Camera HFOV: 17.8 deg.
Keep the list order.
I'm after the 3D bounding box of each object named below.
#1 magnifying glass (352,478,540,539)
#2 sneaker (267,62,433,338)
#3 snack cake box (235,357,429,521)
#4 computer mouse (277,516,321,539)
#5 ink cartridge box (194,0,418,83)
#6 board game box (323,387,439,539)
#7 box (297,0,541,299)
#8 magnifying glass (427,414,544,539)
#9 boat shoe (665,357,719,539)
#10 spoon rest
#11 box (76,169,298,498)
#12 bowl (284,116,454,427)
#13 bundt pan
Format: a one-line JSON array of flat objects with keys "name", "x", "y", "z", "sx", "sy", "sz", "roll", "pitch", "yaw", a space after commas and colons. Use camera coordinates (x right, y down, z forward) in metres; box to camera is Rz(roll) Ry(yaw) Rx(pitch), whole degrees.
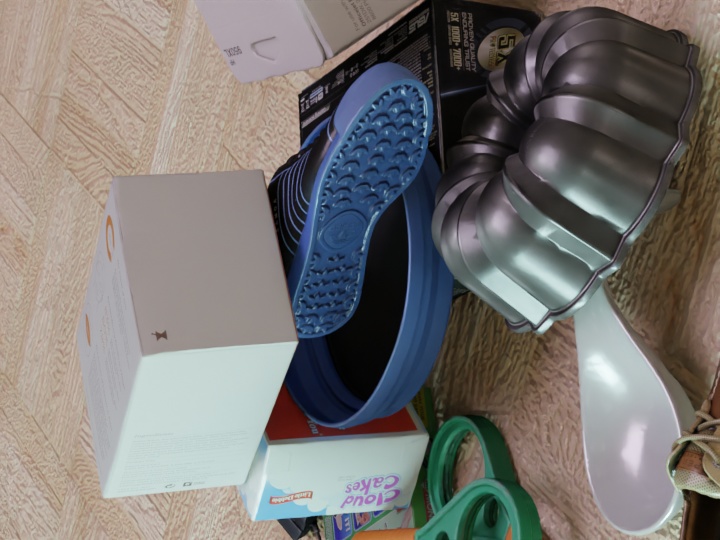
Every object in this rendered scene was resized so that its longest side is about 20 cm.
[{"name": "magnifying glass", "x": 0.052, "y": 0.176, "z": 1.472, "sx": 0.200, "sy": 0.022, "sz": 0.080, "roll": -15, "pitch": 70, "yaw": 60}, {"name": "sneaker", "x": -0.019, "y": -0.055, "z": 1.398, "sx": 0.078, "sy": 0.070, "sz": 0.200, "roll": 58, "pitch": 137, "yaw": 38}, {"name": "snack cake box", "x": -0.044, "y": 0.080, "z": 1.582, "sx": 0.200, "sy": 0.115, "sz": 0.067, "roll": -119, "pitch": 35, "yaw": -50}, {"name": "computer mouse", "x": -0.043, "y": 0.197, "z": 1.715, "sx": 0.059, "sy": 0.034, "sz": 0.200, "roll": -66, "pitch": 32, "yaw": 31}, {"name": "ink cartridge box", "x": 0.004, "y": -0.212, "z": 1.511, "sx": 0.084, "sy": 0.200, "sz": 0.144, "roll": 60, "pitch": 155, "yaw": -12}, {"name": "board game box", "x": 0.018, "y": 0.197, "z": 1.598, "sx": 0.135, "sy": 0.029, "sz": 0.201, "roll": -40, "pitch": 49, "yaw": 53}, {"name": "box", "x": 0.041, "y": -0.070, "z": 1.540, "sx": 0.200, "sy": 0.086, "sz": 0.165, "roll": -30, "pitch": 59, "yaw": 58}, {"name": "magnifying glass", "x": 0.090, "y": 0.159, "z": 1.470, "sx": 0.200, "sy": 0.022, "sz": 0.080, "roll": 47, "pitch": 126, "yaw": 56}, {"name": "boat shoe", "x": 0.200, "y": 0.105, "z": 1.198, "sx": 0.076, "sy": 0.074, "sz": 0.201, "roll": -5, "pitch": 80, "yaw": 63}, {"name": "spoon rest", "x": 0.154, "y": 0.051, "z": 1.319, "sx": 0.099, "sy": 0.060, "sz": 0.201, "roll": -28, "pitch": 60, "yaw": 60}, {"name": "box", "x": -0.113, "y": 0.042, "z": 1.443, "sx": 0.200, "sy": 0.097, "sz": 0.125, "roll": 113, "pitch": 149, "yaw": -58}, {"name": "bowl", "x": 0.000, "y": 0.000, "z": 1.472, "sx": 0.200, "sy": 0.039, "sz": 0.202, "roll": -13, "pitch": 76, "yaw": 62}, {"name": "bundt pan", "x": 0.109, "y": -0.068, "z": 1.337, "sx": 0.202, "sy": 0.076, "sz": 0.202, "roll": -52, "pitch": 20, "yaw": 28}]
